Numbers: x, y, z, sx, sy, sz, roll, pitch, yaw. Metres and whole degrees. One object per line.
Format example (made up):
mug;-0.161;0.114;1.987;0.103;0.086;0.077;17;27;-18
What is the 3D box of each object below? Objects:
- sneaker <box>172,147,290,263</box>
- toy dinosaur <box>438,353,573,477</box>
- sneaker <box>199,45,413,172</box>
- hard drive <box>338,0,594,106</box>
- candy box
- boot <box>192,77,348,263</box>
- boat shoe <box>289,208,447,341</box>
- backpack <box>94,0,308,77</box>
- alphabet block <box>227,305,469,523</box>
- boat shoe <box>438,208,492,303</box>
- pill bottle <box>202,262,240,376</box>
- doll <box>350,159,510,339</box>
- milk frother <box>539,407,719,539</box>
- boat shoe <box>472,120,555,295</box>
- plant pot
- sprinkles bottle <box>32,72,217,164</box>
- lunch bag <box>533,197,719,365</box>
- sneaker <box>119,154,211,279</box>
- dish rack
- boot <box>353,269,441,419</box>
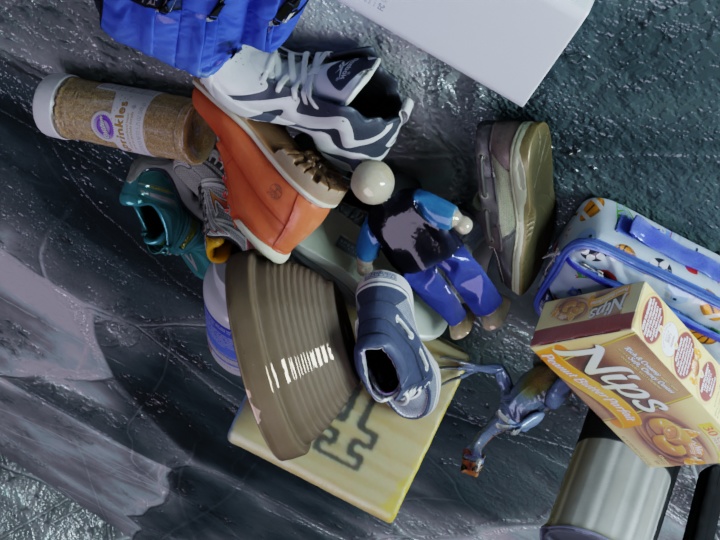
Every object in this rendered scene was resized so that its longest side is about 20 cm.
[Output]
sneaker;-0.142;-0.058;1.265;0.200;0.082;0.078;45;164;30
toy dinosaur;0.175;0.138;1.201;0.197;0.106;0.183;11;129;-16
sneaker;-0.041;-0.167;1.037;0.198;0.080;0.129;35;150;-14
hard drive;0.065;-0.214;0.919;0.198;0.026;0.132;29;152;-2
candy box;0.259;0.099;1.085;0.115;0.056;0.200;-15;129;47
boot;-0.108;-0.099;1.126;0.200;0.075;0.108;48;117;25
boat shoe;-0.001;0.000;1.193;0.200;0.070;0.071;37;161;-7
backpack;-0.113;-0.237;0.893;0.166;0.164;0.200;29;151;-5
alphabet block;-0.010;0.134;1.333;0.198;0.199;0.195;26;-179;2
boat shoe;0.083;-0.002;1.226;0.068;0.072;0.201;43;162;15
pill bottle;-0.131;0.038;1.429;0.111;0.113;0.201;23;153;7
doll;0.053;-0.019;1.106;0.135;0.049;0.201;-17;125;34
milk frother;0.300;0.207;1.245;0.178;0.190;0.201;18;151;16
boat shoe;0.134;-0.060;1.078;0.065;0.072;0.202;21;147;23
plant pot;-0.055;0.071;1.139;0.091;0.203;0.202;-14;142;6
sprinkles bottle;-0.245;-0.159;1.247;0.197;0.069;0.069;13;149;26
lunch bag;0.257;0.021;1.096;0.198;0.076;0.161;26;150;2
sneaker;-0.222;-0.050;1.398;0.077;0.080;0.201;9;148;31
dish rack;-0.013;-0.053;1.233;0.152;0.055;0.201;24;153;9
boot;0.030;0.100;1.140;0.072;0.091;0.201;-5;136;16
